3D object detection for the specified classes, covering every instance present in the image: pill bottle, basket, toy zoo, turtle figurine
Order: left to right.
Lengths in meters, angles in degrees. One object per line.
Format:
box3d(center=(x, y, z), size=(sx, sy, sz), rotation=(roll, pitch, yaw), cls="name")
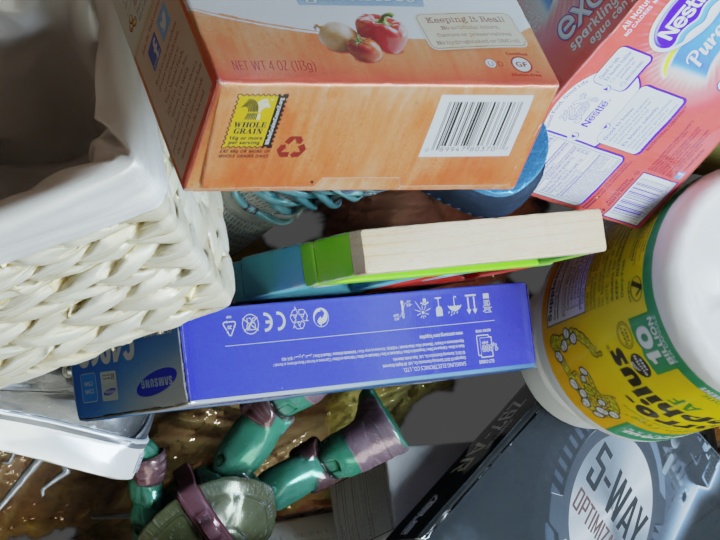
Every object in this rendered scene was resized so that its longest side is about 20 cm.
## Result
box3d(center=(-0.159, -0.031, 1.035), size=(0.200, 0.136, 0.123), rotation=(-19, 145, 12), cls="basket")
box3d(center=(-0.080, 0.112, 1.297), size=(0.200, 0.101, 0.150), rotation=(-34, 145, 2), cls="turtle figurine")
box3d(center=(0.000, 0.000, 1.178), size=(0.131, 0.021, 0.200), rotation=(-5, 175, -33), cls="toy zoo")
box3d(center=(0.152, 0.022, 1.236), size=(0.113, 0.113, 0.200), rotation=(-4, 171, -22), cls="pill bottle")

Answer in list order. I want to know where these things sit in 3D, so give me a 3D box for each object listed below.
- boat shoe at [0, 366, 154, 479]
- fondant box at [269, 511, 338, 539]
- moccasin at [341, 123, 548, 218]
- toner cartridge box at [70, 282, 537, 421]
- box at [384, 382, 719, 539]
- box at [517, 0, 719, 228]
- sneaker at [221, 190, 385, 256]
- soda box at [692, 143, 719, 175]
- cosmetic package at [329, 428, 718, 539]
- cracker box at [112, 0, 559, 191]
box3d(center=(-0.185, 0.041, 1.187), size=(0.200, 0.072, 0.068), rotation=(17, 95, -22), cls="boat shoe")
box3d(center=(-0.051, 0.223, 1.467), size=(0.144, 0.058, 0.200), rotation=(-8, 141, -17), cls="fondant box")
box3d(center=(-0.006, -0.087, 1.044), size=(0.080, 0.200, 0.068), rotation=(-37, 160, -31), cls="moccasin")
box3d(center=(-0.024, 0.037, 1.185), size=(0.200, 0.043, 0.095), rotation=(-4, 175, -37), cls="toner cartridge box")
box3d(center=(0.134, 0.156, 1.342), size=(0.160, 0.200, 0.044), rotation=(-45, -170, -22), cls="box")
box3d(center=(0.130, -0.126, 1.118), size=(0.103, 0.095, 0.200), rotation=(14, 129, -37), cls="box")
box3d(center=(-0.021, -0.061, 1.125), size=(0.078, 0.086, 0.200), rotation=(19, 126, -40), cls="sneaker")
box3d(center=(0.207, -0.132, 1.170), size=(0.064, 0.068, 0.200), rotation=(9, 132, -34), cls="soda box")
box3d(center=(0.091, 0.121, 1.401), size=(0.200, 0.051, 0.083), rotation=(-3, 167, -23), cls="cosmetic package")
box3d(center=(-0.025, -0.117, 0.966), size=(0.134, 0.200, 0.058), rotation=(-2, 136, -25), cls="cracker box")
